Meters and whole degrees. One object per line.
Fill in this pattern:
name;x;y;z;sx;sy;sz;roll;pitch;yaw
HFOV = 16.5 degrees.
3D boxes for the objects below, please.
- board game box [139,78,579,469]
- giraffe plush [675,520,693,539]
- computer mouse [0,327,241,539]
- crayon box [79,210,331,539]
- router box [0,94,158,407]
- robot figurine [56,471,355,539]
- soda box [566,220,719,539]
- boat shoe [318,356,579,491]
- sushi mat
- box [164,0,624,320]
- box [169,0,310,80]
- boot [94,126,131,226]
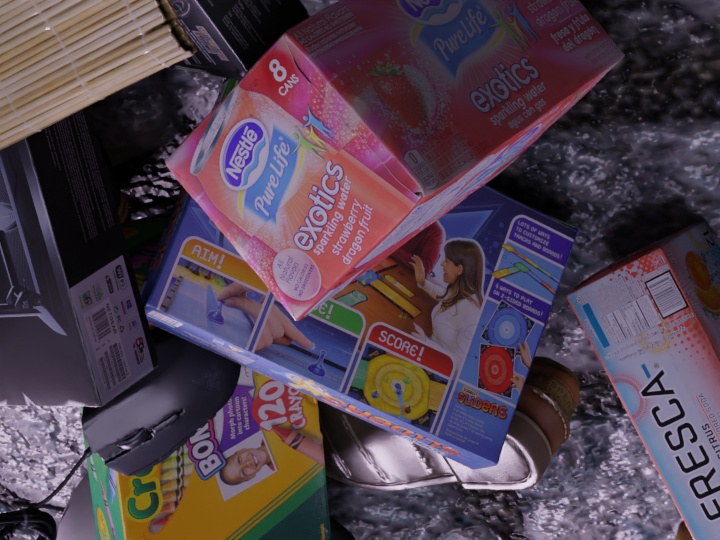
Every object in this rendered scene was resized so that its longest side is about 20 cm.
board game box;0.000;0.000;1.262;0.200;0.136;0.034;26;163;-15
giraffe plush;0.291;0.179;1.401;0.200;0.173;0.162;-33;141;-6
computer mouse;-0.138;0.100;1.258;0.200;0.034;0.059;-44;125;-1
crayon box;-0.087;0.066;1.323;0.118;0.058;0.201;-16;119;-20
router box;-0.196;-0.033;1.209;0.157;0.052;0.201;-1;111;33
robot figurine;-0.090;0.183;1.470;0.150;0.125;0.200;-49;122;-8
soda box;0.187;0.079;1.285;0.063;0.068;0.200;-28;88;32
boat shoe;0.032;0.077;1.377;0.200;0.068;0.072;7;136;36
sushi mat;-0.169;-0.100;1.108;0.200;0.012;0.096;-22;111;35
box;0.020;-0.074;1.126;0.095;0.200;0.103;50;129;3
box;-0.133;-0.175;1.116;0.160;0.044;0.200;14;149;49
boot;-0.227;-0.063;1.290;0.199;0.078;0.139;-8;130;-1
